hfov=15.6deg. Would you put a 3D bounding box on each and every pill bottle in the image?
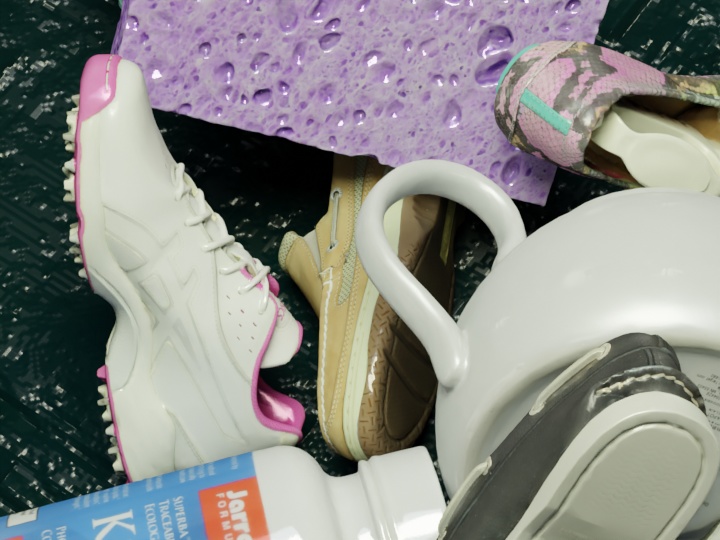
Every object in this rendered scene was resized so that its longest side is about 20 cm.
[{"bbox_3d":[-0.059,0.134,1.071,0.199,0.112,0.113,-15,61,-3],"label":"pill bottle"}]

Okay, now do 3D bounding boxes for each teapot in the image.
[{"bbox_3d":[0.120,0.036,1.079,0.197,0.200,0.146,-14,39,17],"label":"teapot"}]

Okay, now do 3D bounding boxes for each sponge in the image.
[{"bbox_3d":[-0.001,-0.105,1.119,0.199,0.112,0.030,13,19,-11],"label":"sponge"}]

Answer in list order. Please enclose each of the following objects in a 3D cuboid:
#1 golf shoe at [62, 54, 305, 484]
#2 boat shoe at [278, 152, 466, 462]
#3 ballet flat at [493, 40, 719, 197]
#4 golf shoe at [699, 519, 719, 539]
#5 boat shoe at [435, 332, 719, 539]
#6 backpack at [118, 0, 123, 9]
[{"bbox_3d":[-0.073,0.000,1.112,0.091,0.201,0.075,-6,28,5],"label":"golf shoe"},{"bbox_3d":[0.000,0.000,1.174,0.076,0.072,0.201,-1,50,19],"label":"boat shoe"},{"bbox_3d":[0.141,-0.051,1.128,0.071,0.199,0.069,49,117,38],"label":"ballet flat"},{"bbox_3d":[0.133,0.125,0.976,0.088,0.077,0.201,20,89,36],"label":"golf shoe"},{"bbox_3d":[0.060,0.106,0.991,0.074,0.200,0.060,23,29,-20],"label":"boat shoe"},{"bbox_3d":[-0.026,-0.173,1.199,0.199,0.151,0.178,-18,17,-9],"label":"backpack"}]
